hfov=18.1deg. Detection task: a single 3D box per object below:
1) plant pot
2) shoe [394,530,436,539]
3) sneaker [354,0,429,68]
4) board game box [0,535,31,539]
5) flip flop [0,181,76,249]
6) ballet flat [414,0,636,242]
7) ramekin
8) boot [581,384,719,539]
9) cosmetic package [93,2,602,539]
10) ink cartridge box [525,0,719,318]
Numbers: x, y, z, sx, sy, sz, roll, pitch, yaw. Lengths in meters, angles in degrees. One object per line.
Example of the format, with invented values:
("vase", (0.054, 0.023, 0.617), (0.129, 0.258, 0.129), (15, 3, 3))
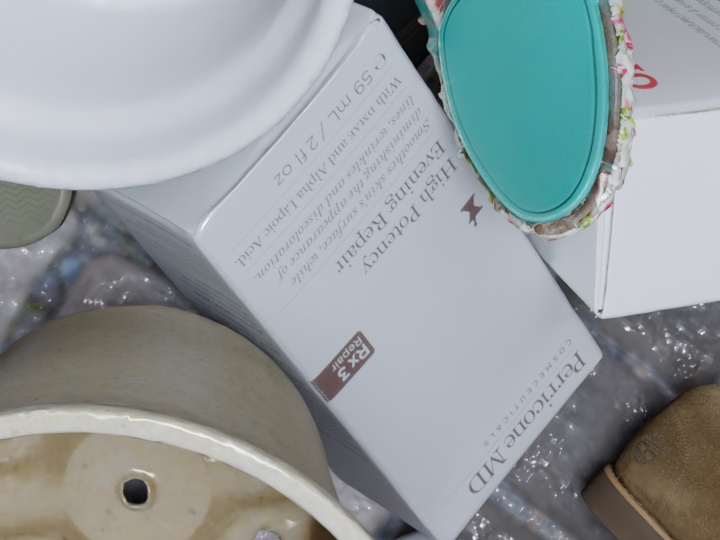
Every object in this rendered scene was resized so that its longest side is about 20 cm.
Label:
("plant pot", (-0.076, 0.103, 0.699), (0.199, 0.184, 0.202), (0, 108, -1))
("shoe", (0.039, 0.166, 0.790), (0.091, 0.200, 0.072), (-31, 124, -22))
("sneaker", (-0.032, -0.125, 0.830), (0.075, 0.201, 0.106), (24, 62, 34))
("board game box", (-0.147, 0.214, 0.803), (0.200, 0.047, 0.151), (-43, 96, -16))
("flip flop", (-0.162, -0.089, 0.792), (0.080, 0.058, 0.201), (-13, 121, 9))
("ballet flat", (0.051, -0.098, 0.760), (0.075, 0.064, 0.201), (-29, 66, 24))
("ramekin", (-0.089, -0.133, 0.683), (0.200, 0.201, 0.098), (32, 35, -10))
("boot", (0.172, 0.120, 0.840), (0.076, 0.074, 0.200), (-49, 58, 7))
("cosmetic package", (0.000, 0.000, 0.804), (0.102, 0.074, 0.200), (-50, 133, -11))
("ink cartridge box", (0.149, -0.061, 0.860), (0.199, 0.147, 0.083), (-8, 119, -19))
